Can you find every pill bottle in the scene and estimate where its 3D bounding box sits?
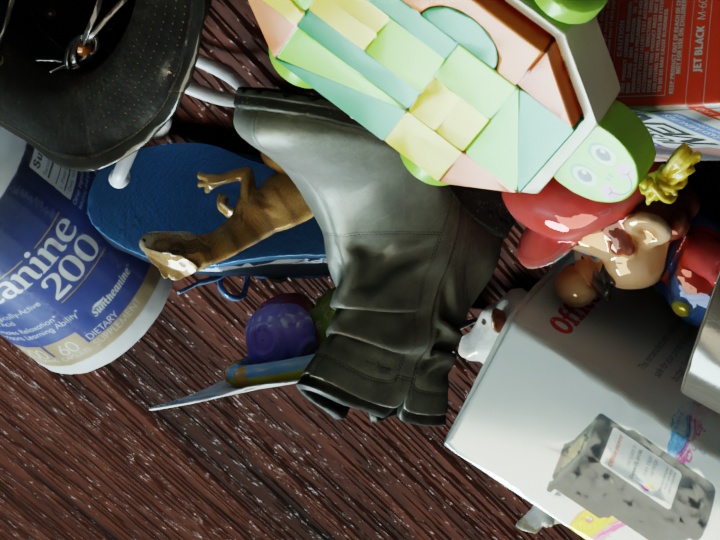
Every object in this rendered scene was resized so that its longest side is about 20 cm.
[{"bbox_3d":[-0.200,-0.037,1.619,0.111,0.112,0.200,-2,148,43],"label":"pill bottle"}]

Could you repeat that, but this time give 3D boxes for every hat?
[{"bbox_3d":[-0.120,-0.148,1.345,0.200,0.202,0.081,1,-168,40],"label":"hat"}]

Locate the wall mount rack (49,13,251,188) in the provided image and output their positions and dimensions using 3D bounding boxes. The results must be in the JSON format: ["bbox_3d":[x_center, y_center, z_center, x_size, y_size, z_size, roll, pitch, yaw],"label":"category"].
[{"bbox_3d":[-0.153,-0.105,1.500,0.199,0.075,0.174,24,-165,-2],"label":"wall mount rack"}]

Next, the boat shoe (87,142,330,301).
[{"bbox_3d":[-0.048,-0.017,1.569,0.199,0.085,0.069,11,166,23],"label":"boat shoe"}]

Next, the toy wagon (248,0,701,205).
[{"bbox_3d":[0.046,-0.085,1.187,0.200,0.040,0.155,37,148,-2],"label":"toy wagon"}]

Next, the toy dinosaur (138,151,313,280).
[{"bbox_3d":[-0.014,-0.053,1.469,0.061,0.199,0.106,53,-171,-29],"label":"toy dinosaur"}]

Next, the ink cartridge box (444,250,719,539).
[{"bbox_3d":[0.160,0.082,1.453,0.199,0.146,0.083,33,118,9],"label":"ink cartridge box"}]

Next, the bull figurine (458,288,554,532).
[{"bbox_3d":[0.142,0.082,1.582,0.199,0.122,0.065,10,-172,11],"label":"bull figurine"}]

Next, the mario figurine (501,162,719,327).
[{"bbox_3d":[0.148,0.007,1.422,0.199,0.107,0.123,29,157,-17],"label":"mario figurine"}]

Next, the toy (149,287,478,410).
[{"bbox_3d":[-0.021,0.032,1.583,0.114,0.048,0.200,-12,179,25],"label":"toy"}]

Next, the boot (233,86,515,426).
[{"bbox_3d":[0.000,0.000,1.373,0.067,0.131,0.200,13,171,39],"label":"boot"}]

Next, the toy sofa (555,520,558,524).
[{"bbox_3d":[0.211,0.145,1.680,0.199,0.083,0.097,34,155,-23],"label":"toy sofa"}]

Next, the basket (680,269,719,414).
[{"bbox_3d":[0.251,0.033,1.293,0.199,0.181,0.136,21,160,8],"label":"basket"}]

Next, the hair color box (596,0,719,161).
[{"bbox_3d":[0.107,-0.085,1.273,0.199,0.064,0.111,2,172,41],"label":"hair color box"}]
